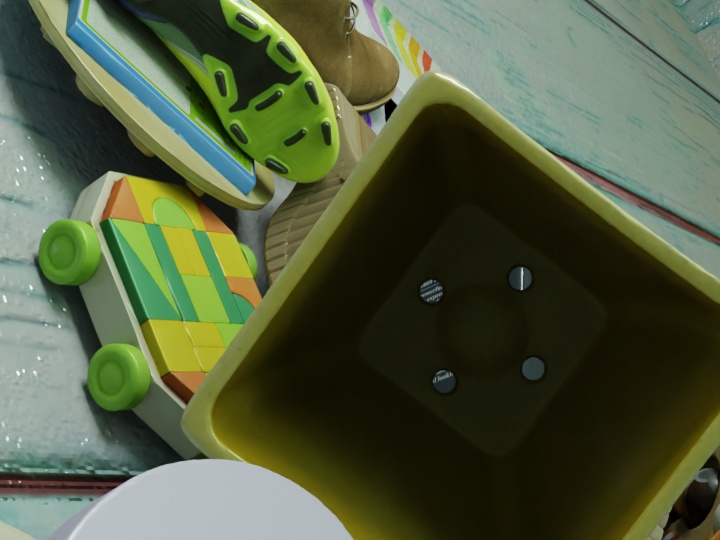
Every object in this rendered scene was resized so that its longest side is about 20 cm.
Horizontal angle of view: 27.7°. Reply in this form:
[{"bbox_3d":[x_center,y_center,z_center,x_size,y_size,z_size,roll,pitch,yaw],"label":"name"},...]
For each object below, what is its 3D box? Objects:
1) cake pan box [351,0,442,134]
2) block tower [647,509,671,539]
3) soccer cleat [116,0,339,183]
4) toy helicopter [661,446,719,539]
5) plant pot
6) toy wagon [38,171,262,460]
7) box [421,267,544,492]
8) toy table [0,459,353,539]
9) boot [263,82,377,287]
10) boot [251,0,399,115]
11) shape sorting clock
[{"bbox_3d":[0.021,-0.117,1.134,0.184,0.052,0.201,41,33,-36],"label":"cake pan box"},{"bbox_3d":[0.122,0.152,0.794,0.058,0.054,0.201,46,56,-32],"label":"block tower"},{"bbox_3d":[-0.081,-0.137,0.841,0.200,0.065,0.084,48,11,-13],"label":"soccer cleat"},{"bbox_3d":[0.195,0.173,0.824,0.078,0.132,0.202,21,68,-13],"label":"toy helicopter"},{"bbox_3d":[0.058,0.040,0.718,0.195,0.195,0.200,36,7,1],"label":"plant pot"},{"bbox_3d":[-0.084,0.044,0.763,0.155,0.039,0.202,7,55,-61],"label":"toy wagon"},{"bbox_3d":[0.101,0.105,0.930,0.148,0.106,0.201,41,40,-34],"label":"box"},{"bbox_3d":[-0.085,0.155,0.533,0.199,0.117,0.185,13,50,-58],"label":"toy table"},{"bbox_3d":[0.000,0.000,0.915,0.167,0.072,0.201,66,19,-45],"label":"boot"},{"bbox_3d":[-0.021,-0.158,0.974,0.199,0.075,0.074,8,45,-56],"label":"boot"},{"bbox_3d":[-0.123,-0.112,0.852,0.200,0.039,0.201,45,19,-19],"label":"shape sorting clock"}]
